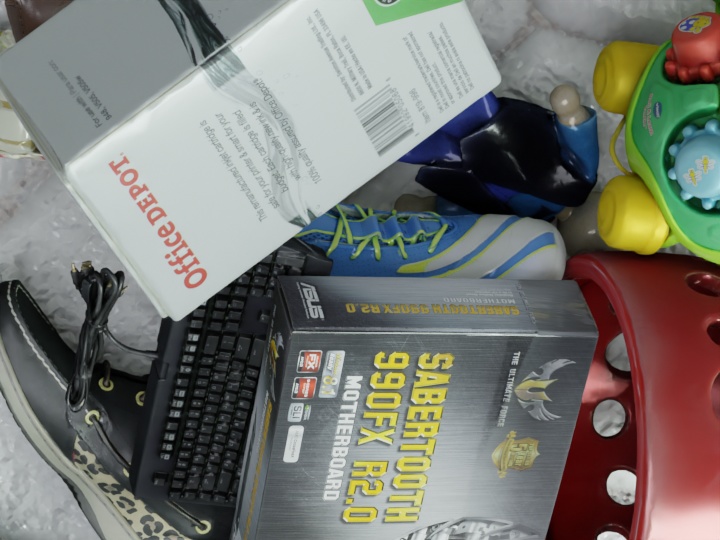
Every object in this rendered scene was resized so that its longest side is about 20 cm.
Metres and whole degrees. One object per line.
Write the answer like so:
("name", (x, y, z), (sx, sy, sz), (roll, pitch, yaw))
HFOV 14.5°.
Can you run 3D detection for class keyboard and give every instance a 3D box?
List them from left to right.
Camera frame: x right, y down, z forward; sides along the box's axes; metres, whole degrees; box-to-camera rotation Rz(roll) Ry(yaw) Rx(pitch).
("keyboard", (-0.092, 0.049, 1.443), (0.127, 0.021, 0.200), (10, 133, -5))

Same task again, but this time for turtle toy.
("turtle toy", (0.196, -0.089, 1.405), (0.145, 0.201, 0.101), (6, 157, -14))

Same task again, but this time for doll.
("doll", (0.058, -0.059, 1.468), (0.200, 0.049, 0.136), (28, 136, -24))

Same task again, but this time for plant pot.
("plant pot", (0.192, 0.093, 1.448), (0.182, 0.201, 0.201), (3, 115, -15))

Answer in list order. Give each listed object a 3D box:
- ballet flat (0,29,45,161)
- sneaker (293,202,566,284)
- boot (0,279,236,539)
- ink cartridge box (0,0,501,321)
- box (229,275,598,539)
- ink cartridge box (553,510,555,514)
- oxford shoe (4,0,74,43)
("ballet flat", (-0.150, -0.086, 1.474), (0.199, 0.064, 0.076), (2, 113, 4))
("sneaker", (0.000, 0.000, 1.438), (0.199, 0.076, 0.105), (-16, 146, 14))
("boot", (-0.101, 0.064, 1.537), (0.153, 0.074, 0.204), (-28, 110, 11))
("ink cartridge box", (-0.052, -0.090, 1.310), (0.200, 0.083, 0.147), (-37, 145, -5))
("box", (0.022, 0.096, 1.439), (0.158, 0.048, 0.200), (2, 126, -15))
("ink cartridge box", (0.008, 0.185, 1.559), (0.162, 0.050, 0.200), (12, 118, -24))
("oxford shoe", (-0.124, -0.070, 1.415), (0.073, 0.071, 0.200), (19, 141, 30))
